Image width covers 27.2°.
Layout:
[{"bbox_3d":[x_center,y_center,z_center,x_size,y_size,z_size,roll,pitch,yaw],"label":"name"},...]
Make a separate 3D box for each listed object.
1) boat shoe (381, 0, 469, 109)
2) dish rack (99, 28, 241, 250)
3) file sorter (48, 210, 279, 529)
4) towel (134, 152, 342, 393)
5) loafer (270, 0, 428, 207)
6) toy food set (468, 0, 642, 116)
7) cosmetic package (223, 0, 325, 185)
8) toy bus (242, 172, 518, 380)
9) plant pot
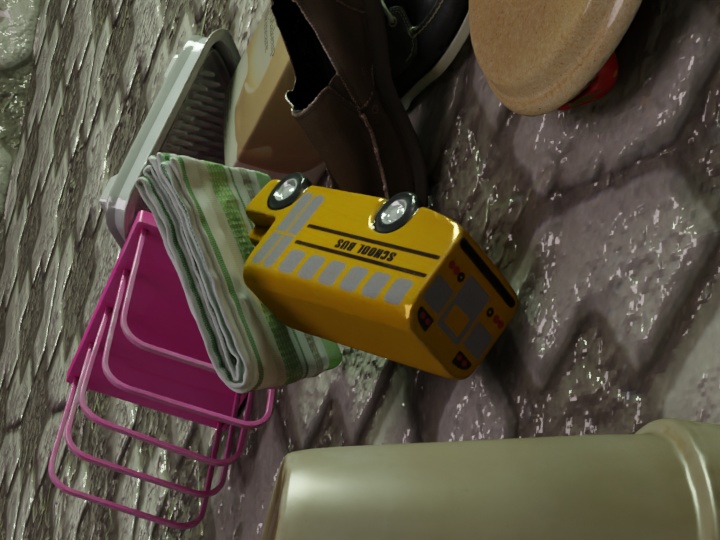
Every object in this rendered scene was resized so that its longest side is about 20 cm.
[{"bbox_3d":[0.024,-0.158,0.962,0.200,0.067,0.072,-43,35,53],"label":"boat shoe"},{"bbox_3d":[-0.144,-0.080,1.203,0.172,0.043,0.200,67,-139,-58],"label":"dish rack"},{"bbox_3d":[-0.139,0.083,1.120,0.126,0.139,0.200,-85,20,-45],"label":"file sorter"},{"bbox_3d":[-0.072,0.003,0.940,0.200,0.031,0.149,3,-114,-76],"label":"towel"},{"bbox_3d":[-0.016,-0.098,0.936,0.073,0.071,0.200,-4,103,56],"label":"loafer"},{"bbox_3d":[0.114,-0.176,0.764,0.198,0.049,0.200,-136,60,-66],"label":"toy food set"},{"bbox_3d":[-0.037,-0.157,1.108,0.200,0.071,0.105,122,152,-43],"label":"cosmetic package"},{"bbox_3d":[0.000,0.000,0.853,0.200,0.065,0.078,14,63,52],"label":"toy bus"},{"bbox_3d":[0.046,0.139,0.531,0.200,0.173,0.200,-168,90,-86],"label":"plant pot"}]
